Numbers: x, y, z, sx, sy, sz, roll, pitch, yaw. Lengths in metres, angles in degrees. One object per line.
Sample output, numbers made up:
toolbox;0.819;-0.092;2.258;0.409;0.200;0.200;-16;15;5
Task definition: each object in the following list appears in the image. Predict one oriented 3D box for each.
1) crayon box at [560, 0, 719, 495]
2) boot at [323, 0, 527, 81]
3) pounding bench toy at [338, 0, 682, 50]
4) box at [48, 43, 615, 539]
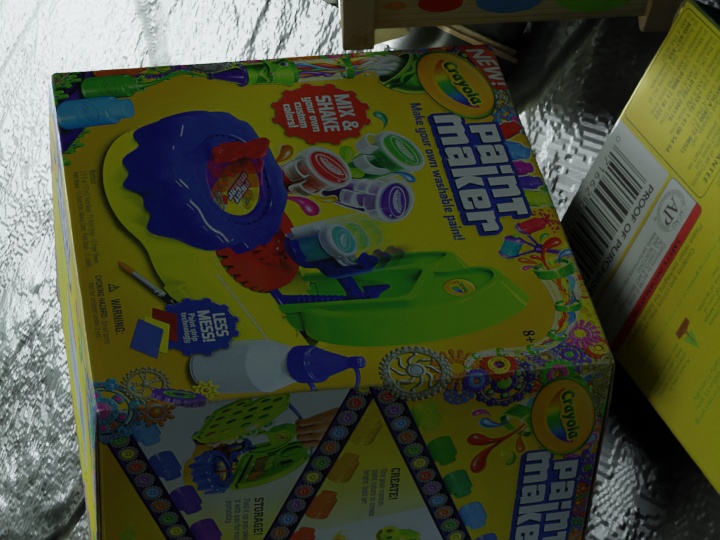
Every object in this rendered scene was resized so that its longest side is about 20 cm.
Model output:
crayon box;0.152;0.003;0.818;0.127;0.051;0.200;-61;33;22
boot;0.037;-0.178;1.071;0.200;0.077;0.139;37;103;46
pounding bench toy;0.066;-0.160;0.916;0.200;0.155;0.125;91;176;-72
box;-0.021;0.021;0.894;0.201;0.191;0.123;-107;16;-47
